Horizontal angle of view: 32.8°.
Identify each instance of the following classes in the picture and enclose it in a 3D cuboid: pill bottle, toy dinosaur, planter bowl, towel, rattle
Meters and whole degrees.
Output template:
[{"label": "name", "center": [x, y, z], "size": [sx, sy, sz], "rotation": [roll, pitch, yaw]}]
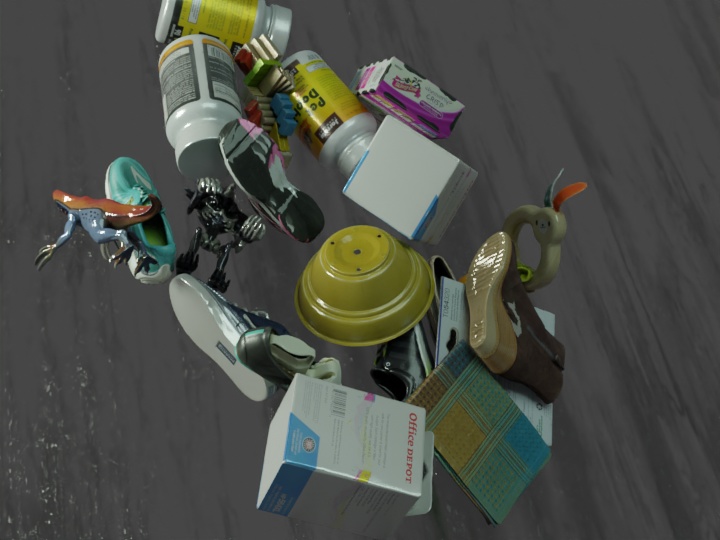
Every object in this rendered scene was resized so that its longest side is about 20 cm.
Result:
[{"label": "pill bottle", "center": [-0.213, -0.388, 1.913], "size": [0.197, 0.115, 0.116], "rotation": [13, 49, -14]}, {"label": "pill bottle", "center": [-0.231, -0.236, 1.782], "size": [0.114, 0.117, 0.202], "rotation": [4, 53, -22]}, {"label": "pill bottle", "center": [-0.050, -0.232, 1.867], "size": [0.108, 0.110, 0.200], "rotation": [-27, 68, -38]}, {"label": "toy dinosaur", "center": [-0.332, -0.070, 1.585], "size": [0.182, 0.201, 0.104], "rotation": [48, 22, 27]}, {"label": "planter bowl", "center": [0.000, 0.000, 1.669], "size": [0.197, 0.084, 0.203], "rotation": [-5, 47, 6]}, {"label": "towel", "center": [0.153, 0.211, 1.602], "size": [0.201, 0.022, 0.147], "rotation": [51, 58, -5]}, {"label": "rattle", "center": [0.230, -0.057, 1.795], "size": [0.140, 0.201, 0.132], "rotation": [7, 51, -19]}]

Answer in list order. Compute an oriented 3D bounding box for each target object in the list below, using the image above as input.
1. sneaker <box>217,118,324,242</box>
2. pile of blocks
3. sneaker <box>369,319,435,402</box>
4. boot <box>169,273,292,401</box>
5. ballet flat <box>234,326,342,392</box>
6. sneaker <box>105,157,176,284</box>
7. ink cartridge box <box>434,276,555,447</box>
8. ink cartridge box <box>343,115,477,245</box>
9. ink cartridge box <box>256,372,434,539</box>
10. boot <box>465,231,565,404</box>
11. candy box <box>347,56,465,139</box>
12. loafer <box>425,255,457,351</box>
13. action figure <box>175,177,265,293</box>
[{"label": "sneaker", "center": [-0.141, -0.118, 1.719], "size": [0.080, 0.086, 0.201], "rotation": [-42, 112, -23]}, {"label": "pile of blocks", "center": [-0.142, -0.253, 1.819], "size": [0.062, 0.081, 0.203], "rotation": [-6, 79, -54]}, {"label": "sneaker", "center": [0.048, 0.115, 1.661], "size": [0.082, 0.072, 0.202], "rotation": [-8, 58, -28]}, {"label": "boot", "center": [-0.161, 0.076, 1.606], "size": [0.201, 0.073, 0.090], "rotation": [51, 43, 8]}, {"label": "ballet flat", "center": [-0.070, 0.131, 1.541], "size": [0.199, 0.068, 0.069], "rotation": [35, 38, -35]}, {"label": "sneaker", "center": [-0.288, -0.079, 1.655], "size": [0.076, 0.080, 0.202], "rotation": [-9, 57, -30]}, {"label": "ink cartridge box", "center": [0.178, 0.129, 1.683], "size": [0.197, 0.043, 0.200], "rotation": [18, 63, -23]}, {"label": "ink cartridge box", "center": [0.078, -0.125, 1.774], "size": [0.124, 0.130, 0.200], "rotation": [33, 5, 12]}, {"label": "ink cartridge box", "center": [-0.011, 0.235, 1.501], "size": [0.197, 0.126, 0.130], "rotation": [17, 48, -11]}, {"label": "boot", "center": [0.219, 0.065, 1.684], "size": [0.165, 0.072, 0.203], "rotation": [34, 52, -31]}, {"label": "candy box", "center": [0.063, -0.259, 1.872], "size": [0.135, 0.200, 0.062], "rotation": [32, 85, -16]}, {"label": "loafer", "center": [0.135, 0.070, 1.742], "size": [0.071, 0.063, 0.202], "rotation": [-12, 59, -33]}, {"label": "action figure", "center": [-0.190, -0.064, 1.671], "size": [0.118, 0.102, 0.202], "rotation": [31, 41, -21]}]
